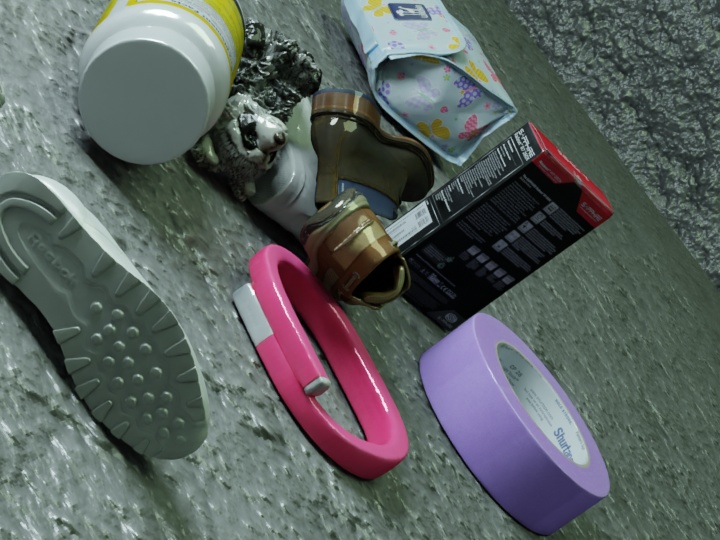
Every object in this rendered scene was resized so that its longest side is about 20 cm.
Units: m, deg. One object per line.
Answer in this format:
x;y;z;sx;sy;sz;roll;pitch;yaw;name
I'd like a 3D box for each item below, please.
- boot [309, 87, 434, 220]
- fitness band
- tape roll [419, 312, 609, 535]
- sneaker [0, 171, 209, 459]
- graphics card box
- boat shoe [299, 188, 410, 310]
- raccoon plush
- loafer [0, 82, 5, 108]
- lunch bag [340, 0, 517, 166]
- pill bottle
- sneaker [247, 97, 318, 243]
0.005;-0.072;1.692;0.200;0.075;0.097;38;55;-58;boot
-0.029;0.067;1.514;0.144;0.037;0.200;30;29;-56;fitness band
0.139;0.137;1.796;0.200;0.066;0.200;47;16;-18;tape roll
-0.150;0.024;1.201;0.200;0.076;0.080;56;6;6;sneaker
0.121;-0.038;1.873;0.125;0.200;0.051;37;22;-42;graphics card box
0.000;0.000;1.606;0.074;0.076;0.200;47;-4;14;boat shoe
-0.113;-0.132;1.686;0.097;0.134;0.200;33;-11;-23;raccoon plush
-0.258;-0.148;1.255;0.070;0.070;0.200;38;22;-43;loafer
0.069;-0.246;2.327;0.200;0.127;0.170;33;22;-35;lunch bag
-0.150;-0.157;1.505;0.114;0.114;0.200;48;17;-16;pill bottle
-0.052;-0.091;1.743;0.116;0.074;0.200;45;26;-36;sneaker
